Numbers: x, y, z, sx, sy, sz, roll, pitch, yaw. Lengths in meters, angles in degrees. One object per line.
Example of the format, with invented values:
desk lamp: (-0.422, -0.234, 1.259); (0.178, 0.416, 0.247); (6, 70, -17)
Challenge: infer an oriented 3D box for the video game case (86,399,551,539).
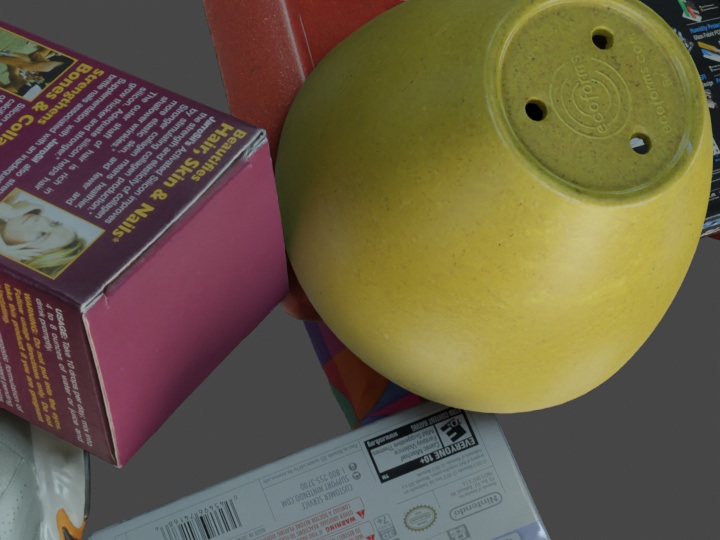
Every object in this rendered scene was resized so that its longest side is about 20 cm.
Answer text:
video game case: (-0.001, 0.171, 1.213); (0.199, 0.045, 0.182); (-21, 68, -6)

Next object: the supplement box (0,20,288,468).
supplement box: (-0.150, -0.022, 1.186); (0.199, 0.104, 0.131); (24, 52, 28)

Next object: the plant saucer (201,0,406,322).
plant saucer: (0.025, -0.068, 1.298); (0.199, 0.037, 0.201); (4, 61, -41)

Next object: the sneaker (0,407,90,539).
sneaker: (-0.167, 0.150, 1.188); (0.091, 0.076, 0.201); (0, 64, -16)

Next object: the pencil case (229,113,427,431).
pencil case: (0.000, 0.000, 1.323); (0.088, 0.088, 0.201); (-15, 77, -31)

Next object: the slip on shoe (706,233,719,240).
slip on shoe: (0.152, -0.050, 1.438); (0.199, 0.074, 0.061); (29, 95, -22)

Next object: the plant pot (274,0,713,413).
plant pot: (0.077, -0.053, 1.172); (0.199, 0.142, 0.201); (6, 69, -17)

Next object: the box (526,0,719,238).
box: (0.131, -0.087, 1.344); (0.199, 0.046, 0.160); (-17, 77, -46)
